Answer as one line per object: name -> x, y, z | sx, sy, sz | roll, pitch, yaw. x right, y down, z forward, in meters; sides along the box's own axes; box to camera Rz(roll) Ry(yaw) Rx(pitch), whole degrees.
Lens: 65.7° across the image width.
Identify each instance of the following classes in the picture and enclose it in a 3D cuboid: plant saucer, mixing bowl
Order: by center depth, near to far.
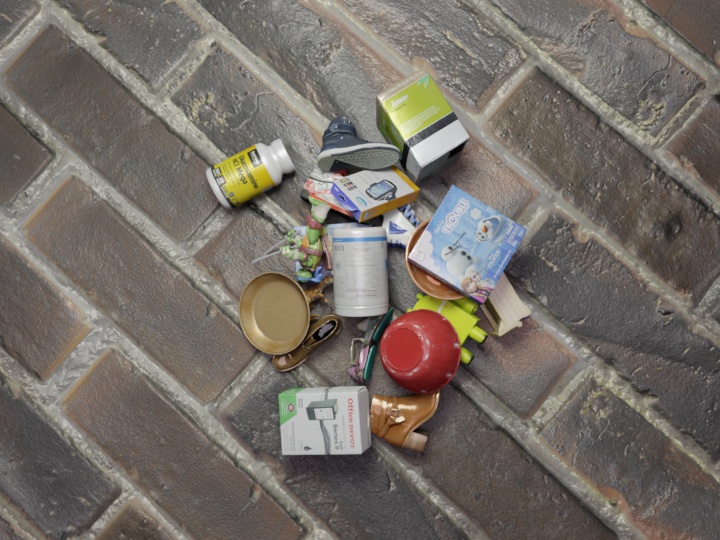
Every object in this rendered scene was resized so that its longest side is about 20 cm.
mixing bowl -> 0.120, 0.184, 1.285 | 0.200, 0.108, 0.201 | -5, 79, 28
plant saucer -> 0.202, -0.029, 1.299 | 0.199, 0.037, 0.201 | 0, 82, 0
plant saucer -> -0.204, 0.102, 1.356 | 0.200, 0.035, 0.201 | 2, 94, 23

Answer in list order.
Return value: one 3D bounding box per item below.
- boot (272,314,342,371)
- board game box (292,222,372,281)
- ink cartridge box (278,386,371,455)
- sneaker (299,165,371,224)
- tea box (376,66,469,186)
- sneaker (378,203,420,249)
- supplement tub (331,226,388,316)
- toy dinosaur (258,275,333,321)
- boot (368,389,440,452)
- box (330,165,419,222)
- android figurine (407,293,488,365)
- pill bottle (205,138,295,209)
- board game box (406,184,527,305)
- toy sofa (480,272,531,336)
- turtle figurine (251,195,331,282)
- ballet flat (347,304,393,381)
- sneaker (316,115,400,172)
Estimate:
boot -> -0.135, 0.175, 1.360 | 0.200, 0.075, 0.074 | -37, 88, 0
board game box -> -0.065, -0.048, 1.391 | 0.199, 0.034, 0.136 | -4, 87, 1
ink cartridge box -> -0.083, 0.354, 1.320 | 0.199, 0.084, 0.147 | -6, 85, 15
sneaker -> -0.045, -0.193, 1.369 | 0.201, 0.067, 0.108 | 24, 86, 21
tea box -> 0.140, -0.333, 1.324 | 0.133, 0.200, 0.197 | -31, 84, -1
sneaker -> 0.106, -0.077, 1.374 | 0.115, 0.081, 0.200 | -34, 79, 3
supplement tub -> 0.000, 0.000, 1.303 | 0.131, 0.132, 0.201 | -2, 95, 1
toy dinosaur -> -0.143, 0.075, 1.385 | 0.199, 0.060, 0.107 | -23, 75, 13
boot -> 0.105, 0.324, 1.346 | 0.154, 0.074, 0.201 | 18, 81, 9
box -> 0.027, -0.185, 1.319 | 0.200, 0.042, 0.119 | -25, 57, -27
android figurine -> 0.202, 0.133, 1.343 | 0.200, 0.041, 0.182 | 34, 105, 23
pill bottle -> -0.267, -0.241, 1.372 | 0.200, 0.112, 0.113 | -28, 86, 0
board game box -> 0.240, -0.058, 1.263 | 0.199, 0.043, 0.200 | 31, 83, 5
toy sofa -> 0.317, 0.055, 1.351 | 0.097, 0.083, 0.200 | -31, 86, -5
turtle figurine -> -0.154, -0.081, 1.297 | 0.200, 0.144, 0.194 | 24, 99, 20
ballet flat -> 0.016, 0.170, 1.365 | 0.071, 0.069, 0.201 | 19, 87, 22
sneaker -> 0.000, -0.314, 1.354 | 0.202, 0.077, 0.147 | -1, 52, 9
